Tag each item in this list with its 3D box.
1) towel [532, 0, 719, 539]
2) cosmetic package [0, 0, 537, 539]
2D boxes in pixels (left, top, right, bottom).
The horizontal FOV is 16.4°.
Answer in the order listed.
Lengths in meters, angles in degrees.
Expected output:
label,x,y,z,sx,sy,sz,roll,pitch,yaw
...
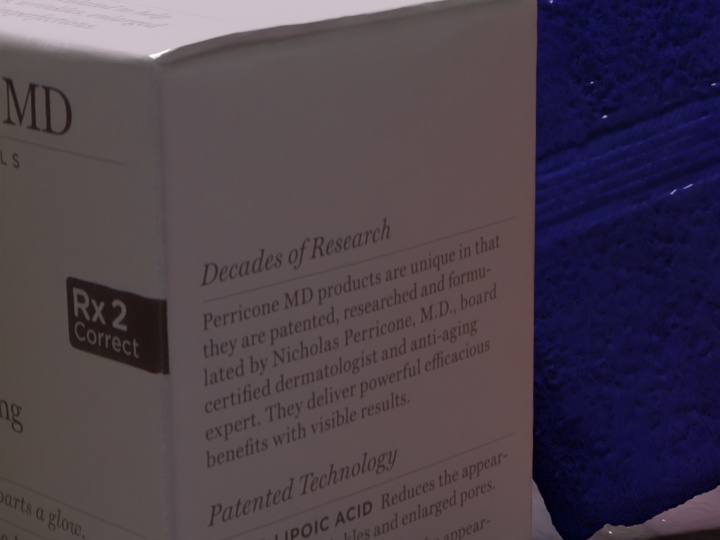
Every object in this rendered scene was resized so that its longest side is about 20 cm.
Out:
label,x,y,z,sx,sy,sz,roll,pitch,yaw
towel,0.095,-0.020,0.879,0.147,0.201,0.050,-20,-4,-17
cosmetic package,-0.054,0.006,0.810,0.164,0.201,0.164,14,22,43
